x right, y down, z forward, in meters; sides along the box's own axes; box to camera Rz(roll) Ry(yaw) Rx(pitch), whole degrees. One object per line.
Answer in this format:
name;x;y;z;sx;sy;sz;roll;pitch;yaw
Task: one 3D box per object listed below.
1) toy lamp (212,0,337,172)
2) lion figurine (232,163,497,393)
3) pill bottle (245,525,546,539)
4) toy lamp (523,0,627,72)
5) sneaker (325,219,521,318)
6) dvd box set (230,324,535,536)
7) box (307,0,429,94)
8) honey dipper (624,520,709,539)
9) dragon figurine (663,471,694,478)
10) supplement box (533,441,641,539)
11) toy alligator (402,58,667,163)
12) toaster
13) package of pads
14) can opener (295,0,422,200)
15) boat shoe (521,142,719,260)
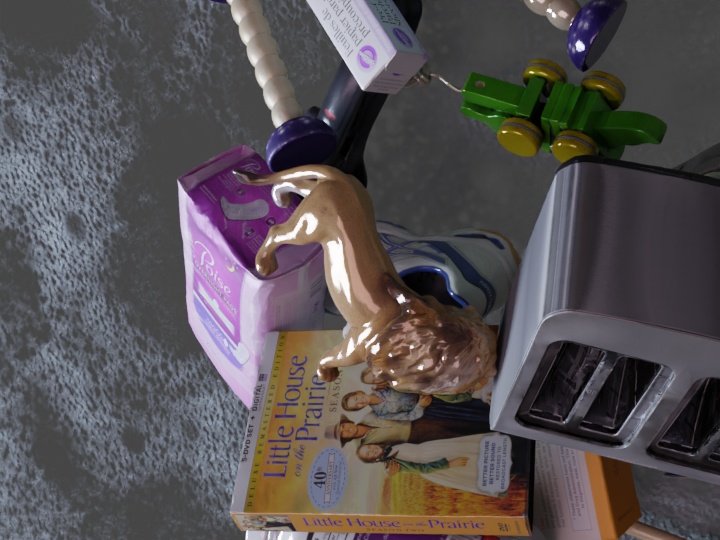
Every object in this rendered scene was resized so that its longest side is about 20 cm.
toy lamp;-0.073;-0.169;0.824;0.058;0.058;0.202;-41;64;39
lion figurine;0.000;0.000;0.741;0.122;0.072;0.201;-26;101;50
pill bottle;0.023;0.202;0.790;0.198;0.112;0.114;14;118;27
toy lamp;0.078;-0.206;0.750;0.199;0.058;0.059;35;126;15
sneaker;0.020;0.009;0.867;0.198;0.088;0.076;-6;110;37
dvd box set;0.020;0.105;0.775;0.197;0.148;0.030;-2;142;16
box;-0.023;-0.210;0.788;0.039;0.041;0.201;-43;66;33
honey dipper;0.177;0.183;0.872;0.198;0.038;0.038;17;120;27
dragon figurine;0.301;0.109;0.742;0.198;0.059;0.101;7;115;30
supplement box;0.095;0.138;0.851;0.198;0.073;0.128;-11;88;28
toy alligator;0.112;-0.105;0.778;0.198;0.060;0.054;17;160;27
toaster;0.182;0.032;0.671;0.178;0.120;0.201;13;145;1
package of pads;-0.083;0.015;0.897;0.121;0.075;0.201;46;151;25
can opener;-0.011;-0.116;0.845;0.078;0.063;0.201;39;127;13
boat shoe;0.195;-0.023;0.744;0.199;0.074;0.074;-22;100;39
